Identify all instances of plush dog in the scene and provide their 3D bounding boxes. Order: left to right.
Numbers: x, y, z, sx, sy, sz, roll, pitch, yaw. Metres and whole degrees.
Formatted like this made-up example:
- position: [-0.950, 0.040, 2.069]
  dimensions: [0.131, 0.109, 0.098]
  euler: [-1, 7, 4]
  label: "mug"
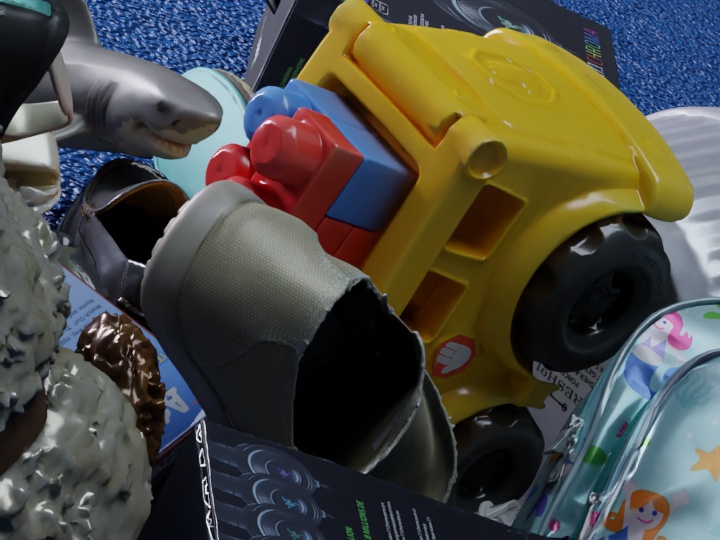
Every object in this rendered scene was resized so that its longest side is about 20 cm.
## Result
- position: [-0.122, 0.038, 0.714]
  dimensions: [0.160, 0.172, 0.200]
  euler: [0, 40, 48]
  label: "plush dog"

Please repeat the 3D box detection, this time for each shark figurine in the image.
- position: [-0.164, -0.096, 1.148]
  dimensions: [0.212, 0.090, 0.128]
  euler: [4, 2, -1]
  label: "shark figurine"

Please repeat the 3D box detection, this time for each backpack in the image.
- position: [0.140, 0.109, 0.910]
  dimensions: [0.177, 0.151, 0.201]
  euler: [26, 53, 1]
  label: "backpack"

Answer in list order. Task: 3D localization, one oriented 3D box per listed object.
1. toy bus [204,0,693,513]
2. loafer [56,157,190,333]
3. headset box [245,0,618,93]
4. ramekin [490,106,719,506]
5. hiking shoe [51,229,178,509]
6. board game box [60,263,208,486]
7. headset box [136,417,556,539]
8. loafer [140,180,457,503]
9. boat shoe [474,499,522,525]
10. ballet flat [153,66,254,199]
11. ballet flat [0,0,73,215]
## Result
- position: [0.000, 0.000, 0.982]
  dimensions: [0.191, 0.201, 0.136]
  euler: [11, 29, -48]
  label: "toy bus"
- position: [-0.089, -0.005, 1.082]
  dimensions: [0.072, 0.073, 0.200]
  euler: [18, 24, -17]
  label: "loafer"
- position: [0.032, -0.108, 1.387]
  dimensions: [0.199, 0.093, 0.174]
  euler: [24, 23, -7]
  label: "headset box"
- position: [0.120, 0.032, 1.092]
  dimensions: [0.104, 0.201, 0.200]
  euler: [-6, 39, -38]
  label: "ramekin"
- position: [-0.120, 0.066, 0.924]
  dimensions: [0.100, 0.076, 0.200]
  euler: [-10, 40, -27]
  label: "hiking shoe"
- position: [-0.143, 0.068, 0.841]
  dimensions: [0.103, 0.020, 0.200]
  euler: [35, 47, 20]
  label: "board game box"
- position: [0.000, 0.157, 0.712]
  dimensions: [0.199, 0.175, 0.093]
  euler: [21, 24, -18]
  label: "headset box"
- position: [-0.009, 0.048, 0.866]
  dimensions: [0.068, 0.076, 0.200]
  euler: [29, -14, 34]
  label: "loafer"
- position: [0.053, 0.118, 0.986]
  dimensions: [0.199, 0.070, 0.071]
  euler: [14, 29, -27]
  label: "boat shoe"
- position: [-0.048, -0.023, 1.190]
  dimensions: [0.070, 0.071, 0.200]
  euler: [15, 25, -27]
  label: "ballet flat"
- position: [-0.146, -0.047, 0.975]
  dimensions: [0.068, 0.200, 0.069]
  euler: [-1, 67, -15]
  label: "ballet flat"
